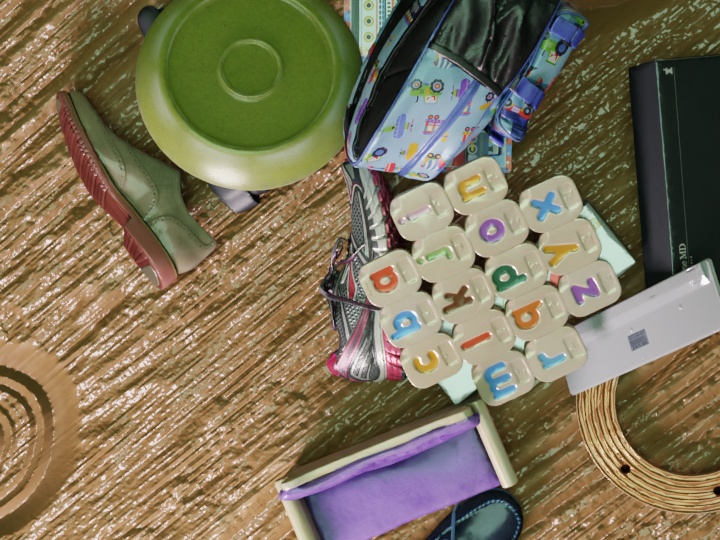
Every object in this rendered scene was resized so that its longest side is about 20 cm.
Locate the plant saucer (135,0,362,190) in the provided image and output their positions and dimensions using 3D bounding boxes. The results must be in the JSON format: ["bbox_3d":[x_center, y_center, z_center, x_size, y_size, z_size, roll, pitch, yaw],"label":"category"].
[{"bbox_3d":[-0.094,-0.169,1.272,0.199,0.031,0.201,1,76,-3],"label":"plant saucer"}]

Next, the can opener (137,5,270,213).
[{"bbox_3d":[-0.137,-0.148,1.307,0.078,0.063,0.200,-31,90,9],"label":"can opener"}]

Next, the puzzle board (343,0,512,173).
[{"bbox_3d":[0.059,-0.187,1.303,0.150,0.017,0.201,1,94,7],"label":"puzzle board"}]

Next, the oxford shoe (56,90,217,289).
[{"bbox_3d":[-0.204,-0.083,1.331,0.075,0.070,0.200,-31,88,-18],"label":"oxford shoe"}]

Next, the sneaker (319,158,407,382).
[{"bbox_3d":[0.000,0.000,1.294,0.074,0.081,0.201,-3,94,9],"label":"sneaker"}]

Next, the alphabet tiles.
[{"bbox_3d":[0.108,0.009,1.236,0.195,0.015,0.201,-26,103,6],"label":"alphabet tiles"}]

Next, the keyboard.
[{"bbox_3d":[0.229,0.050,1.229,0.011,0.200,0.057,-11,76,-35],"label":"keyboard"}]

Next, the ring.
[{"bbox_3d":[0.289,0.113,1.296,0.199,0.019,0.201,1,95,8],"label":"ring"}]

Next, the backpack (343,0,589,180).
[{"bbox_3d":[0.073,-0.157,1.205,0.134,0.183,0.201,29,97,-11],"label":"backpack"}]

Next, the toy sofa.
[{"bbox_3d":[0.031,0.183,1.295,0.199,0.098,0.083,-23,92,8],"label":"toy sofa"}]

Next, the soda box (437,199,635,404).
[{"bbox_3d":[0.140,0.027,1.286,0.200,0.064,0.068,-39,89,8],"label":"soda box"}]

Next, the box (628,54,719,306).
[{"bbox_3d":[0.307,-0.079,1.235,0.140,0.079,0.201,-5,93,-9],"label":"box"}]

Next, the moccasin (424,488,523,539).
[{"bbox_3d":[0.073,0.281,1.311,0.080,0.068,0.200,39,98,3],"label":"moccasin"}]
